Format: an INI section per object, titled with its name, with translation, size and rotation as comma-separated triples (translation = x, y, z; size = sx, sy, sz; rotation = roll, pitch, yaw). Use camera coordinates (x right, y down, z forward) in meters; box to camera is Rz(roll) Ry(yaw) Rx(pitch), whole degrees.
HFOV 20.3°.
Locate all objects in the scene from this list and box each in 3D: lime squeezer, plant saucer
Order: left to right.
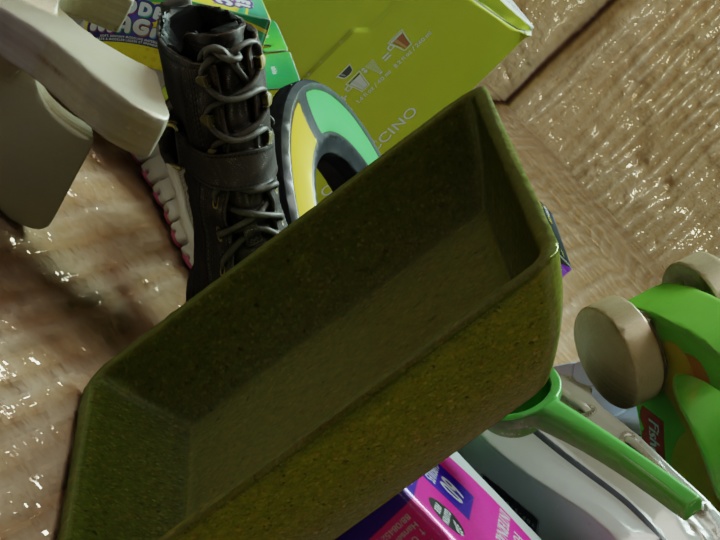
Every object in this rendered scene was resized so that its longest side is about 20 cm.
[plant saucer]
translation = -0.013, 0.036, 0.701
size = 0.048, 0.200, 0.200
rotation = 51, 10, -18
[lime squeezer]
translation = 0.051, 0.061, 0.745
size = 0.200, 0.038, 0.071
rotation = -15, -93, 63

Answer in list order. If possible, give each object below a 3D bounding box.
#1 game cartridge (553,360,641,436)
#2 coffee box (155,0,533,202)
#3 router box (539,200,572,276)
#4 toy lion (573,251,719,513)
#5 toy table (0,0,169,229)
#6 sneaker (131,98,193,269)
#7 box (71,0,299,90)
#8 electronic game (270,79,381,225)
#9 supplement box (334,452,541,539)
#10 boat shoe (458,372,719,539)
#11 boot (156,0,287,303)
[game cartridge]
translation = 0.139, 0.083, 1.117
size = 0.132, 0.041, 0.200
rotation = 13, -17, -21
[coffee box]
translation = -0.050, -0.184, 1.297
size = 0.200, 0.200, 0.198
rotation = 33, 18, -49
[router box]
translation = 0.119, -0.063, 1.838
size = 0.149, 0.051, 0.200
rotation = 45, 11, -11
[toy lion]
translation = 0.172, 0.118, 0.826
size = 0.192, 0.068, 0.201
rotation = 40, -34, 49
[toy table]
translation = -0.144, -0.116, 0.841
size = 0.117, 0.184, 0.201
rotation = 22, 33, -24
[sneaker]
translation = -0.055, -0.043, 1.076
size = 0.074, 0.087, 0.200
rotation = 33, 17, -47
[box]
translation = -0.129, -0.151, 1.079
size = 0.199, 0.049, 0.117
rotation = 14, 23, -18
[electronic game]
translation = 0.000, 0.000, 1.015
size = 0.200, 0.041, 0.201
rotation = -19, 90, -73
[supplement box]
translation = 0.050, 0.164, 0.716
size = 0.200, 0.103, 0.101
rotation = 47, 10, -3
[boat shoe]
translation = 0.072, 0.071, 0.826
size = 0.065, 0.072, 0.200
rotation = -20, 37, -30
[boot]
translation = -0.049, -0.016, 0.841
size = 0.200, 0.069, 0.175
rotation = -133, -147, -58
